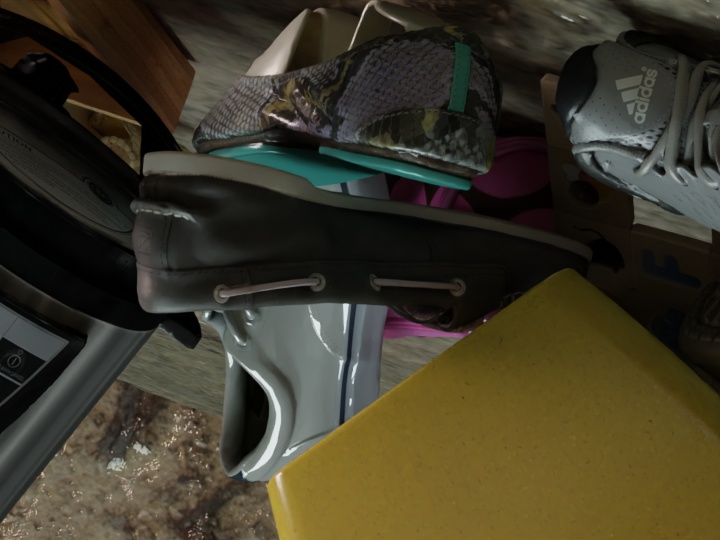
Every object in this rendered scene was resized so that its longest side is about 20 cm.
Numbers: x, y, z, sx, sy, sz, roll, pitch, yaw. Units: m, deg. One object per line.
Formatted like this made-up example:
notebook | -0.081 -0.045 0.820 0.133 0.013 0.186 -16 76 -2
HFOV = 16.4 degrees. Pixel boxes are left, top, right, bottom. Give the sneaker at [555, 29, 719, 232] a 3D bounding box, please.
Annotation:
sneaker | 0.116 -0.041 0.785 0.115 0.075 0.200 22 173 2

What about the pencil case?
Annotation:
pencil case | 0.030 -0.009 1.099 0.091 0.094 0.200 39 164 -17

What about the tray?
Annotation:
tray | -0.140 -0.113 1.053 0.098 0.037 0.200 18 172 12

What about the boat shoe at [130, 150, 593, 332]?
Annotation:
boat shoe | 0.000 0.000 0.923 0.199 0.057 0.067 11 177 -36

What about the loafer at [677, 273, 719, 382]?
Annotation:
loafer | 0.202 0.030 0.864 0.199 0.076 0.069 -1 126 39

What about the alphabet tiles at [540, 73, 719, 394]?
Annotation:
alphabet tiles | 0.152 0.019 0.963 0.166 0.008 0.201 17 141 23

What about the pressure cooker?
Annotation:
pressure cooker | -0.169 -0.009 1.013 0.179 0.200 0.176 44 -170 23

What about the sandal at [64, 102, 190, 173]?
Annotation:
sandal | -0.120 -0.055 1.315 0.069 0.078 0.212 -1 175 5

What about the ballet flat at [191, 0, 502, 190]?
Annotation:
ballet flat | -0.003 -0.065 0.926 0.072 0.072 0.200 24 172 -24

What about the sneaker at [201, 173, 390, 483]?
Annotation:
sneaker | -0.030 0.008 1.057 0.070 0.201 0.073 -15 -149 -24

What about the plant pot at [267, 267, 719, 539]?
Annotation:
plant pot | 0.079 0.112 0.923 0.177 0.199 0.200 56 -173 11
